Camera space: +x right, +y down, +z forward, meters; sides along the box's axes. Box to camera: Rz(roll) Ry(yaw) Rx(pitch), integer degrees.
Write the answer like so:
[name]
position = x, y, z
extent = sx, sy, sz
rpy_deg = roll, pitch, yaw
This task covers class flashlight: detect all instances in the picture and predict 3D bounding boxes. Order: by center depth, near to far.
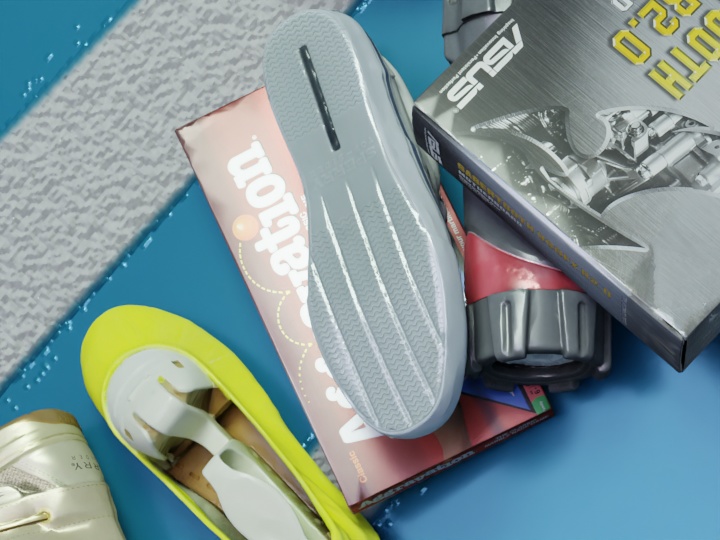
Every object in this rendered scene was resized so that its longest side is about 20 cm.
[flashlight]
position = 0.077, -0.049, 1.268
extent = 0.068, 0.067, 0.201
rpy_deg = -27, 58, 57

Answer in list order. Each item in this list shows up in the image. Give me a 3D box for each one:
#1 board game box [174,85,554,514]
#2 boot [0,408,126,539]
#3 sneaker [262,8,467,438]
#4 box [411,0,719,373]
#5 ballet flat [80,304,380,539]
[board game box]
position = 0.000, 0.000, 1.305
extent = 0.102, 0.019, 0.201
rpy_deg = -26, 72, 1
[boot]
position = -0.180, 0.181, 1.327
extent = 0.200, 0.073, 0.156
rpy_deg = -37, 66, 5
[sneaker]
position = 0.014, -0.021, 1.258
extent = 0.073, 0.071, 0.201
rpy_deg = -22, 69, 27
[box]
position = 0.145, -0.081, 1.219
extent = 0.158, 0.048, 0.200
rpy_deg = 42, 77, 18
[ballet flat]
position = -0.066, 0.082, 1.304
extent = 0.200, 0.067, 0.067
rpy_deg = 44, 99, 22
